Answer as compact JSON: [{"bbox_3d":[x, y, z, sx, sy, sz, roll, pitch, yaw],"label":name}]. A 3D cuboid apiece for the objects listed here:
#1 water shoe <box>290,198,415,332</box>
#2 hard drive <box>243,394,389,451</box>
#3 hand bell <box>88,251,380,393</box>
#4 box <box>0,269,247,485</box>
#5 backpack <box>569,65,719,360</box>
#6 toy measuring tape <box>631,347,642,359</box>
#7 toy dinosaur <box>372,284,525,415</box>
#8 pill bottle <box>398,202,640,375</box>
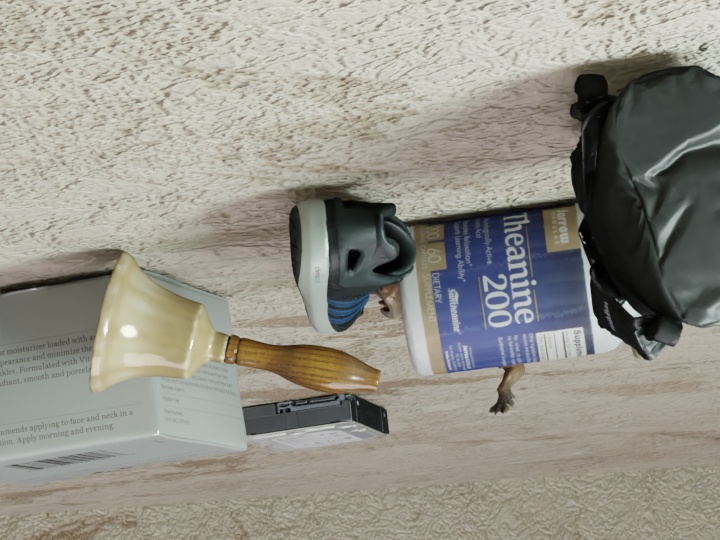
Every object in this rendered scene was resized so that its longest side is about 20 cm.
[{"bbox_3d":[0.000,0.000,1.633,0.079,0.072,0.200,-3,170,5],"label":"water shoe"},{"bbox_3d":[-0.054,0.177,2.719,0.140,0.038,0.200,-9,169,11],"label":"hard drive"},{"bbox_3d":[-0.085,0.060,1.694,0.200,0.104,0.104,13,170,1],"label":"hand bell"},{"bbox_3d":[-0.218,0.088,1.859,0.199,0.131,0.200,-10,170,16],"label":"box"},{"bbox_3d":[0.192,-0.035,1.409,0.126,0.167,0.200,-12,176,-1],"label":"backpack"},{"bbox_3d":[0.256,0.013,1.815,0.074,0.074,0.200,-11,-162,22],"label":"toy measuring tape"},{"bbox_3d":[0.122,0.018,1.865,0.200,0.136,0.086,-28,-154,-15],"label":"toy dinosaur"},{"bbox_3d":[0.130,0.010,1.717,0.200,0.111,0.111,-8,170,5],"label":"pill bottle"}]
